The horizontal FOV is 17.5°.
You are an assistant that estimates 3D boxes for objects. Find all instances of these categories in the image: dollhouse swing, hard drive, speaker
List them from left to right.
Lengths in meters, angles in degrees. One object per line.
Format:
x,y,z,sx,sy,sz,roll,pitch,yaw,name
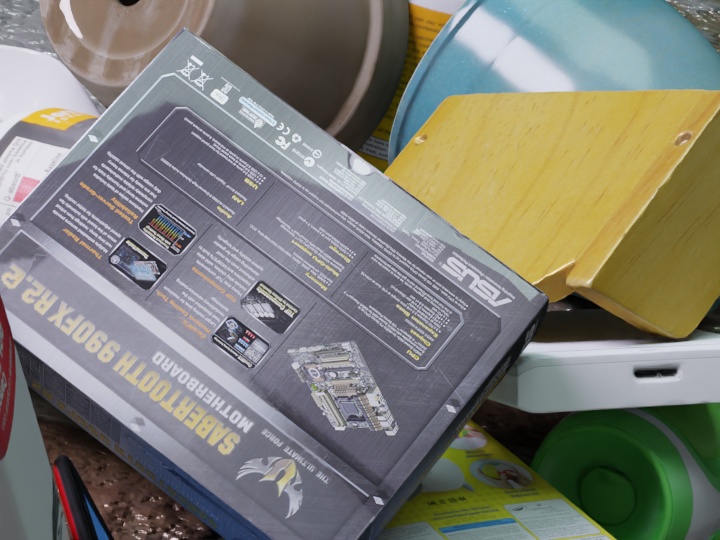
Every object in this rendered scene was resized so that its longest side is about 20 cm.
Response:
0.100,0.041,1.115,0.132,0.027,0.200,-2,4,-17,hard drive
0.126,0.007,1.165,0.200,0.176,0.182,4,48,50,dollhouse swing
0.154,0.093,1.143,0.088,0.088,0.200,24,17,23,speaker

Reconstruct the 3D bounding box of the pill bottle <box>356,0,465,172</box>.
0.038,-0.151,1.484,0.111,0.200,0.111,14,22,-6,pill bottle

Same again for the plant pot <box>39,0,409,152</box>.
-0.096,-0.151,1.379,0.200,0.200,0.174,25,6,26,plant pot

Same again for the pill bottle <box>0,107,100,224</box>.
-0.123,-0.014,1.102,0.200,0.116,0.116,15,24,25,pill bottle

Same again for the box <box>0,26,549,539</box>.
-0.046,0.017,0.976,0.200,0.048,0.158,36,69,8,box

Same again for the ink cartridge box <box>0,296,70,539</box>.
-0.182,0.104,0.832,0.147,0.200,0.083,-12,30,-1,ink cartridge box

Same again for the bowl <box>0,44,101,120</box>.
-0.249,-0.065,1.339,0.200,0.075,0.200,0,28,-21,bowl

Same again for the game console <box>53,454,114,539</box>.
-0.027,0.168,0.900,0.172,0.119,0.200,2,27,-19,game console

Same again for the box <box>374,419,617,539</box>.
0.016,0.105,1.054,0.117,0.048,0.200,-4,26,-29,box

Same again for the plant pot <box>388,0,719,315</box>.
0.153,-0.069,1.399,0.188,0.200,0.200,40,36,27,plant pot
